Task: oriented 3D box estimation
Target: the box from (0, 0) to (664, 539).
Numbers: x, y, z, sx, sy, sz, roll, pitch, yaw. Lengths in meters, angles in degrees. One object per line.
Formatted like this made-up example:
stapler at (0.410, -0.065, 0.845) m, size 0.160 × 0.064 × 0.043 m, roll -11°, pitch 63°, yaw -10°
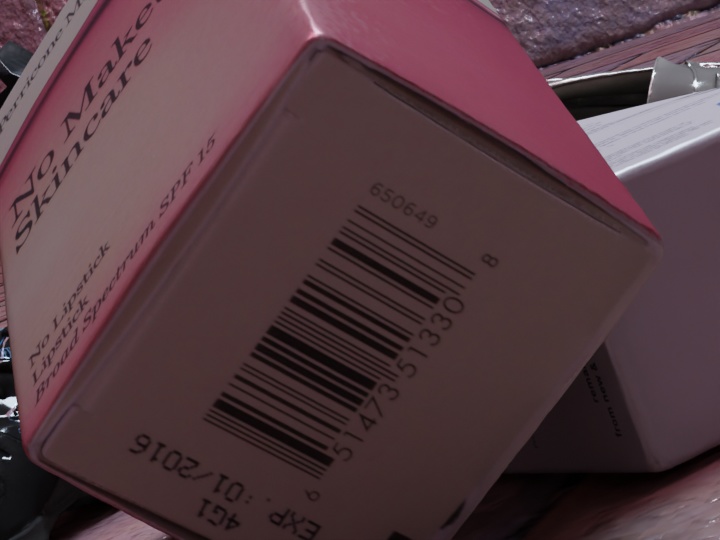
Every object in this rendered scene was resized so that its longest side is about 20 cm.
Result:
box at (-0.021, -0.022, 0.632) m, size 0.128 × 0.109 × 0.200 m, roll -54°, pitch 24°, yaw 14°

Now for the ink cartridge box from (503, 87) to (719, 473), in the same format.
ink cartridge box at (0.075, 0.001, 0.741) m, size 0.146 × 0.084 × 0.200 m, roll -24°, pitch 6°, yaw -28°

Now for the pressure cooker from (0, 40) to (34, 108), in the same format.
pressure cooker at (-0.082, -0.060, 1.159) m, size 0.200 × 0.176 × 0.179 m, roll -43°, pitch -26°, yaw 14°

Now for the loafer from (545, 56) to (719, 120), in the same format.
loafer at (0.138, -0.054, 0.968) m, size 0.200 × 0.070 × 0.070 m, roll -6°, pitch -28°, yaw 27°

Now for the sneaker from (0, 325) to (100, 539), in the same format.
sneaker at (-0.141, 0.067, 0.873) m, size 0.073 × 0.082 × 0.200 m, roll -15°, pitch 9°, yaw 27°
